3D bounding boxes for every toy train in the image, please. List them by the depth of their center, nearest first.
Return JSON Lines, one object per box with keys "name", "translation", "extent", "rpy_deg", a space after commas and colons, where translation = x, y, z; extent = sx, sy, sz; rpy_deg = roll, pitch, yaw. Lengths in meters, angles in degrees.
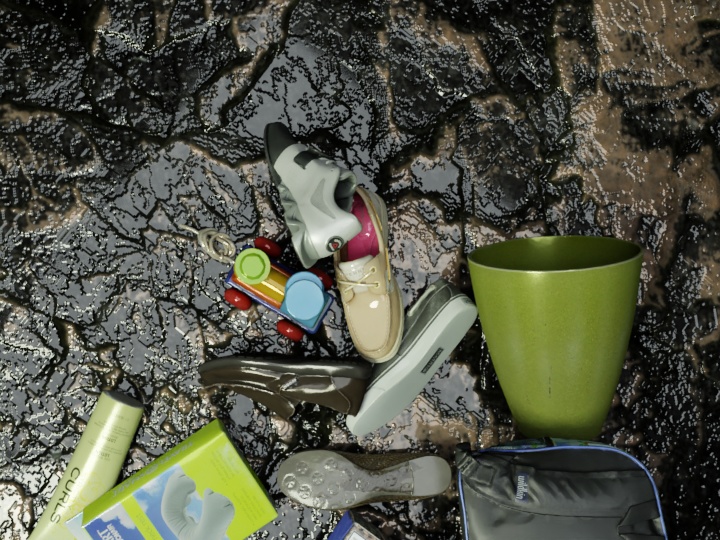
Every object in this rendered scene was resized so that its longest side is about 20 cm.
{"name": "toy train", "translation": [-0.122, -0.002, 0.985], "extent": [0.198, 0.116, 0.085], "rpy_deg": [31, 83, -1]}

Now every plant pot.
{"name": "plant pot", "translation": [0.214, 0.078, 0.983], "extent": [0.184, 0.187, 0.203], "rpy_deg": [-5, 102, -4]}

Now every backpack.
{"name": "backpack", "translation": [0.202, 0.263, 0.921], "extent": [0.197, 0.147, 0.186], "rpy_deg": [-6, 78, 5]}

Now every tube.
{"name": "tube", "translation": [-0.298, 0.234, 0.988], "extent": [0.057, 0.052, 0.202], "rpy_deg": [23, 88, 27]}

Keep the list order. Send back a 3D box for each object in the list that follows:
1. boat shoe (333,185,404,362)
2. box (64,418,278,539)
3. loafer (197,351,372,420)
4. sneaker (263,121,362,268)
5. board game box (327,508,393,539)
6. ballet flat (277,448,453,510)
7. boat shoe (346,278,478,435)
{"name": "boat shoe", "translation": [0.000, 0.000, 0.995], "extent": [0.073, 0.069, 0.203], "rpy_deg": [-15, 70, 19]}
{"name": "box", "translation": [-0.204, 0.268, 0.975], "extent": [0.199, 0.048, 0.123], "rpy_deg": [-33, 107, -7]}
{"name": "loafer", "translation": [-0.086, 0.128, 0.982], "extent": [0.197, 0.073, 0.073], "rpy_deg": [1, 89, 15]}
{"name": "sneaker", "translation": [-0.049, -0.096, 0.987], "extent": [0.088, 0.074, 0.202], "rpy_deg": [-24, 54, 4]}
{"name": "board game box", "translation": [0.026, 0.387, 0.971], "extent": [0.199, 0.097, 0.160], "rpy_deg": [36, 84, 0]}
{"name": "ballet flat", "translation": [0.006, 0.232, 1.014], "extent": [0.197, 0.046, 0.068], "rpy_deg": [-3, 82, 0]}
{"name": "boat shoe", "translation": [0.048, 0.098, 1.019], "extent": [0.200, 0.071, 0.064], "rpy_deg": [-48, 57, 2]}
